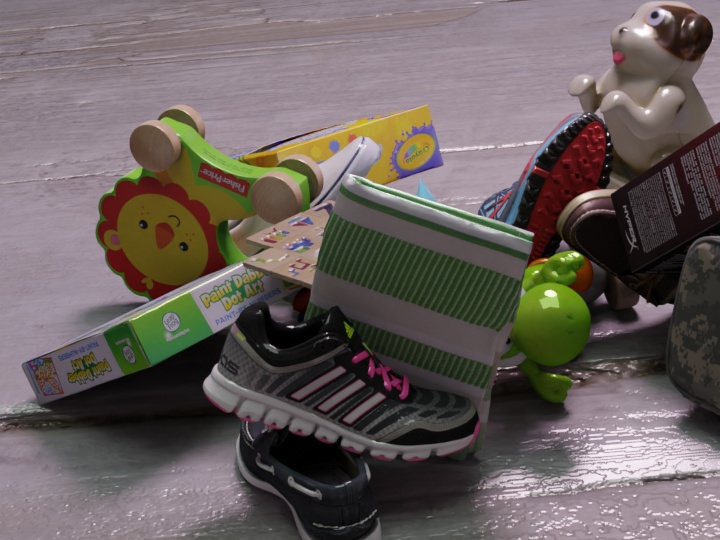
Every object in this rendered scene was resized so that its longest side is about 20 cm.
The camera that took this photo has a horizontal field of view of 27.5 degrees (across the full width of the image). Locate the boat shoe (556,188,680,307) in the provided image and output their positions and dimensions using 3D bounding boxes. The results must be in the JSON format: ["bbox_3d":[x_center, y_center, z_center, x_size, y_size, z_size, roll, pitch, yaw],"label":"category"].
[{"bbox_3d":[0.258,-0.006,1.245,0.199,0.072,0.072,25,25,-26],"label":"boat shoe"}]

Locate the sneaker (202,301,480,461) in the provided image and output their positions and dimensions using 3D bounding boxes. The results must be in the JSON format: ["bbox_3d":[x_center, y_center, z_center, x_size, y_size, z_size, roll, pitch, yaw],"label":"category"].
[{"bbox_3d":[-0.008,0.073,1.036,0.199,0.088,0.074,13,15,2],"label":"sneaker"}]

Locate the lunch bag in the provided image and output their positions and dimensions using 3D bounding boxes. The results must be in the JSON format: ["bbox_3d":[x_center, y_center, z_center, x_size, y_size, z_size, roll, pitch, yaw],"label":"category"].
[{"bbox_3d":[0.350,0.049,1.093,0.167,0.140,0.200,-2,16,-38],"label":"lunch bag"}]

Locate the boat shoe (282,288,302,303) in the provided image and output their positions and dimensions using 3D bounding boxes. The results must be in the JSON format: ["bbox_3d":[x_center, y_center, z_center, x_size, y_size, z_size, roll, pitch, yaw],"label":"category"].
[{"bbox_3d":[0.000,0.000,1.255,0.062,0.075,0.199,-36,27,-34],"label":"boat shoe"}]

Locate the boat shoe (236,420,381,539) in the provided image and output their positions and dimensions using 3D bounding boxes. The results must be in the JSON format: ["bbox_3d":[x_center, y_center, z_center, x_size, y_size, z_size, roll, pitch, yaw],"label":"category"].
[{"bbox_3d":[-0.039,0.135,1.065,0.075,0.061,0.200,-17,25,-24],"label":"boat shoe"}]

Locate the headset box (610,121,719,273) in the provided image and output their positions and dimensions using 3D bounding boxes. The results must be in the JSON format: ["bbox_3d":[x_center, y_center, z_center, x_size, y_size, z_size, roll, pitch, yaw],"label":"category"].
[{"bbox_3d":[0.321,-0.067,1.155,0.148,0.078,0.200,0,-23,-32],"label":"headset box"}]

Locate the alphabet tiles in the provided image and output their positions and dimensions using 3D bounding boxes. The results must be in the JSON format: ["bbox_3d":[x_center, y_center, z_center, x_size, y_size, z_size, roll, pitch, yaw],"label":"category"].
[{"bbox_3d":[0.011,-0.019,1.171,0.199,0.006,0.166,17,32,41],"label":"alphabet tiles"}]

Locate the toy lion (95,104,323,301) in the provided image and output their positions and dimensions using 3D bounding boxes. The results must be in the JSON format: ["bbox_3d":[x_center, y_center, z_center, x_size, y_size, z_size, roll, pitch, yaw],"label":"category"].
[{"bbox_3d":[-0.150,-0.041,1.369,0.199,0.192,0.069,23,30,12],"label":"toy lion"}]

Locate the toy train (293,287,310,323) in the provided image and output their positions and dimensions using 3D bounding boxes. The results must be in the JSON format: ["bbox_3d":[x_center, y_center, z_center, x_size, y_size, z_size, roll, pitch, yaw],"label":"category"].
[{"bbox_3d":[-0.002,0.054,1.154,0.200,0.085,0.116,-22,17,50],"label":"toy train"}]

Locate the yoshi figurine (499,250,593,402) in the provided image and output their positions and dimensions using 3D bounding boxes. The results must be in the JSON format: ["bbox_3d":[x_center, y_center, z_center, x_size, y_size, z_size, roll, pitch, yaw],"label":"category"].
[{"bbox_3d":[0.146,0.039,1.146,0.112,0.113,0.200,-40,-10,21],"label":"yoshi figurine"}]

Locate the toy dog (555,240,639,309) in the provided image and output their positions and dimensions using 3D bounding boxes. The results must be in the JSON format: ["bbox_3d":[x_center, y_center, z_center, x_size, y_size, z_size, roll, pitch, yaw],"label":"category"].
[{"bbox_3d":[0.180,-0.030,1.356,0.131,0.097,0.200,-17,25,-26],"label":"toy dog"}]

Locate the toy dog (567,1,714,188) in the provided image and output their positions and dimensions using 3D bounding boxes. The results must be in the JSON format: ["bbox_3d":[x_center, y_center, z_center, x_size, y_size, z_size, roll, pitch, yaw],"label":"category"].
[{"bbox_3d":[0.319,-0.183,1.552,0.193,0.201,0.140,-10,24,-10],"label":"toy dog"}]

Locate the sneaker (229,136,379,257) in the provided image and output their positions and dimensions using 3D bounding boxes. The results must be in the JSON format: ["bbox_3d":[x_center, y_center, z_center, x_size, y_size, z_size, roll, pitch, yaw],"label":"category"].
[{"bbox_3d":[-0.069,-0.067,1.398,0.200,0.071,0.073,-41,16,21],"label":"sneaker"}]

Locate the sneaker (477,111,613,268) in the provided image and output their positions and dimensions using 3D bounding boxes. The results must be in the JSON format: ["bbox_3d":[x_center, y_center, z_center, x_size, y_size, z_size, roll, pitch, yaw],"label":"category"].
[{"bbox_3d":[0.139,-0.057,1.277,0.079,0.201,0.096,26,10,-33],"label":"sneaker"}]

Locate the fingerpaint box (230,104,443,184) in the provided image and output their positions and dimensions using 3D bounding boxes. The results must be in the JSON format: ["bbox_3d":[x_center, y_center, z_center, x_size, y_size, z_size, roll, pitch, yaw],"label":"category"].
[{"bbox_3d":[-0.041,-0.115,1.585,0.199,0.074,0.167,-21,10,-30],"label":"fingerpaint box"}]

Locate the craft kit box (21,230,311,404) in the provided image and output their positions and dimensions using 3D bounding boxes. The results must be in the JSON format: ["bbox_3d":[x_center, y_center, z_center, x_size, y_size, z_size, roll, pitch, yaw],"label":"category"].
[{"bbox_3d":[-0.156,0.040,1.236,0.200,0.049,0.197,-28,2,-39],"label":"craft kit box"}]

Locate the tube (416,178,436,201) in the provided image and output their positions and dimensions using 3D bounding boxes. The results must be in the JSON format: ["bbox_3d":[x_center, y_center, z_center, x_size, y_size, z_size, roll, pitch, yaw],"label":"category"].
[{"bbox_3d":[0.065,-0.004,1.336,0.050,0.078,0.200,-20,28,22],"label":"tube"}]

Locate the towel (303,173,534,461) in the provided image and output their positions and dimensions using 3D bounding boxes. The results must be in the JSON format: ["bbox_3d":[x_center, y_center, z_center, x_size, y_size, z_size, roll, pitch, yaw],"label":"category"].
[{"bbox_3d":[0.035,0.037,1.059,0.152,0.201,0.023,18,34,9],"label":"towel"}]

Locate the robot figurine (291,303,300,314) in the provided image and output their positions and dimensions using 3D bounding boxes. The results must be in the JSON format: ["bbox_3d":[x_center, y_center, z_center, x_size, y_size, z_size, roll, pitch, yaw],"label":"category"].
[{"bbox_3d":[0.003,-0.016,1.418,0.144,0.059,0.200,1,24,15],"label":"robot figurine"}]
